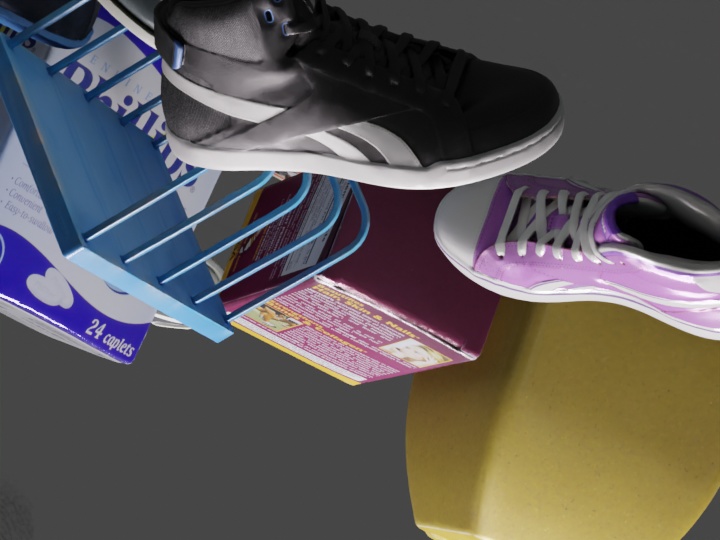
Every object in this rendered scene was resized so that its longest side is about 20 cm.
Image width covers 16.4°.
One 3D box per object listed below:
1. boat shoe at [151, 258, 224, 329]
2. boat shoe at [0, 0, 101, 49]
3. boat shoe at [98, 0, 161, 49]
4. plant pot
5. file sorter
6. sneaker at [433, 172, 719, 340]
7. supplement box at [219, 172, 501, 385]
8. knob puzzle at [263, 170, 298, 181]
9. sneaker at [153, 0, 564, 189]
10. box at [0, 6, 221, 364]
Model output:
[{"bbox_3d":[-0.194,-0.005,1.853,0.199,0.076,0.060,26,168,0],"label":"boat shoe"},{"bbox_3d":[-0.227,-0.189,1.371,0.199,0.069,0.084,26,176,-42],"label":"boat shoe"},{"bbox_3d":[-0.052,-0.132,1.277,0.199,0.073,0.062,32,130,-1],"label":"boat shoe"},{"bbox_3d":[0.138,0.112,1.734,0.195,0.201,0.194,27,169,-18],"label":"plant pot"},{"bbox_3d":[-0.095,-0.068,1.402,0.140,0.122,0.200,67,-167,22],"label":"file sorter"},{"bbox_3d":[0.124,-0.026,1.361,0.199,0.073,0.114,11,165,22],"label":"sneaker"},{"bbox_3d":[0.000,0.000,1.708,0.130,0.104,0.200,28,162,-20],"label":"supplement box"},{"bbox_3d":[0.012,-0.037,1.835,0.218,0.031,0.220,25,173,3],"label":"knob puzzle"},{"bbox_3d":[-0.005,-0.103,1.193,0.198,0.073,0.112,0,130,10],"label":"sneaker"},{"bbox_3d":[-0.191,-0.071,1.571,0.104,0.201,0.184,18,171,39],"label":"box"}]
